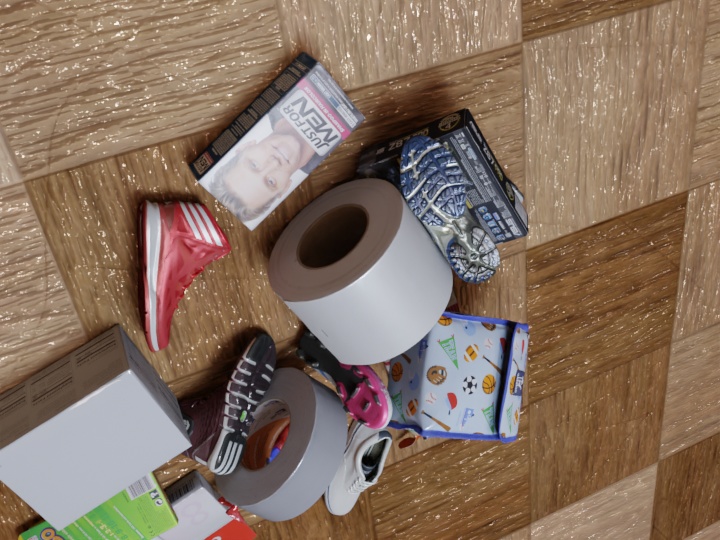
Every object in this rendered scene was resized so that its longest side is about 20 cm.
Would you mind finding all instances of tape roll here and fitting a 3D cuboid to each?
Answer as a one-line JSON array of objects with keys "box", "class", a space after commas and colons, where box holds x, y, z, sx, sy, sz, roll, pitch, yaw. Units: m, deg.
[{"box": [0.000, 0.000, 0.968, 0.202, 0.203, 0.139, -40, 127, -1], "class": "tape roll"}, {"box": [-0.113, 0.238, 1.045, 0.200, 0.200, 0.066, -48, 126, 5], "class": "tape roll"}]

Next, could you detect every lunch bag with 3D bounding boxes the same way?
[{"box": [0.147, 0.144, 1.027, 0.199, 0.124, 0.171, 12, 83, -31], "class": "lunch bag"}]

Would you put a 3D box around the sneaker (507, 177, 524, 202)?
[{"box": [0.148, -0.125, 1.055, 0.200, 0.075, 0.087, 34, 104, -35], "class": "sneaker"}]

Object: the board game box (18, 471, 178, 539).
[{"box": [-0.370, 0.365, 1.067, 0.199, 0.030, 0.096, -27, 94, -11], "class": "board game box"}]

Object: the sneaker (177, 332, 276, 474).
[{"box": [-0.200, 0.173, 1.048, 0.076, 0.115, 0.201, 49, 54, -54], "class": "sneaker"}]

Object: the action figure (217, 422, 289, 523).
[{"box": [-0.117, 0.291, 1.143, 0.099, 0.065, 0.200, 38, 84, -32], "class": "action figure"}]

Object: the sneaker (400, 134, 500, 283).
[{"box": [0.101, -0.077, 0.949, 0.077, 0.085, 0.201, -27, 105, -2], "class": "sneaker"}]

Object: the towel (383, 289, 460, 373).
[{"box": [0.085, 0.076, 1.164, 0.144, 0.023, 0.201, -27, 125, -10], "class": "towel"}]

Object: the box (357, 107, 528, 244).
[{"box": [0.114, -0.103, 1.010, 0.161, 0.049, 0.200, -19, 130, 27], "class": "box"}]

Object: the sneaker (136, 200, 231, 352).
[{"box": [-0.217, 0.009, 0.943, 0.115, 0.078, 0.201, -5, 120, -23], "class": "sneaker"}]

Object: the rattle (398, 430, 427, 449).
[{"box": [0.140, 0.239, 1.197, 0.130, 0.143, 0.201, -12, 126, -55], "class": "rattle"}]

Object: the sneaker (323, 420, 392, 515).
[{"box": [-0.006, 0.328, 1.227, 0.073, 0.071, 0.201, 6, 114, -29], "class": "sneaker"}]

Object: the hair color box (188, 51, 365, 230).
[{"box": [-0.101, -0.156, 0.918, 0.200, 0.061, 0.100, -44, 126, 3], "class": "hair color box"}]

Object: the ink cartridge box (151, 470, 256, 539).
[{"box": [-0.266, 0.421, 1.166, 0.162, 0.057, 0.200, -34, 122, -6], "class": "ink cartridge box"}]

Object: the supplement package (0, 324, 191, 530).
[{"box": [-0.348, 0.201, 0.963, 0.199, 0.111, 0.156, -31, 126, -7], "class": "supplement package"}]

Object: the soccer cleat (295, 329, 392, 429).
[{"box": [-0.007, 0.143, 1.050, 0.086, 0.200, 0.070, 9, 115, -47], "class": "soccer cleat"}]
